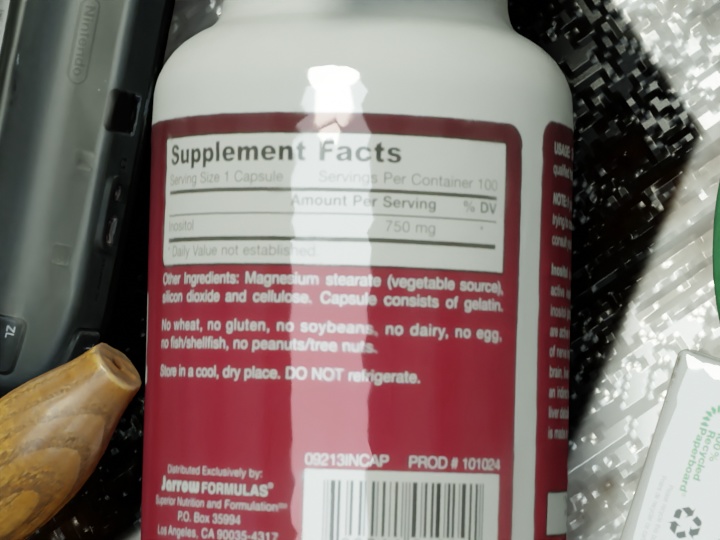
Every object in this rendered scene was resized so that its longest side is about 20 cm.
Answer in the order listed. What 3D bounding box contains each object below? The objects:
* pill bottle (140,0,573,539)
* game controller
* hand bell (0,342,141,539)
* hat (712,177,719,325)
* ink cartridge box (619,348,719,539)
[{"bbox_3d":[0.000,0.000,0.757,0.112,0.113,0.201,1,86,15],"label":"pill bottle"},{"bbox_3d":[-0.102,-0.066,0.785,0.104,0.042,0.201,11,89,30],"label":"game controller"},{"bbox_3d":[-0.131,0.089,0.776,0.200,0.104,0.104,-45,77,18],"label":"hand bell"},{"bbox_3d":[0.219,-0.002,0.738,0.200,0.176,0.166,18,106,41],"label":"hat"},{"bbox_3d":[0.163,0.096,0.747,0.199,0.037,0.095,19,91,18],"label":"ink cartridge box"}]
